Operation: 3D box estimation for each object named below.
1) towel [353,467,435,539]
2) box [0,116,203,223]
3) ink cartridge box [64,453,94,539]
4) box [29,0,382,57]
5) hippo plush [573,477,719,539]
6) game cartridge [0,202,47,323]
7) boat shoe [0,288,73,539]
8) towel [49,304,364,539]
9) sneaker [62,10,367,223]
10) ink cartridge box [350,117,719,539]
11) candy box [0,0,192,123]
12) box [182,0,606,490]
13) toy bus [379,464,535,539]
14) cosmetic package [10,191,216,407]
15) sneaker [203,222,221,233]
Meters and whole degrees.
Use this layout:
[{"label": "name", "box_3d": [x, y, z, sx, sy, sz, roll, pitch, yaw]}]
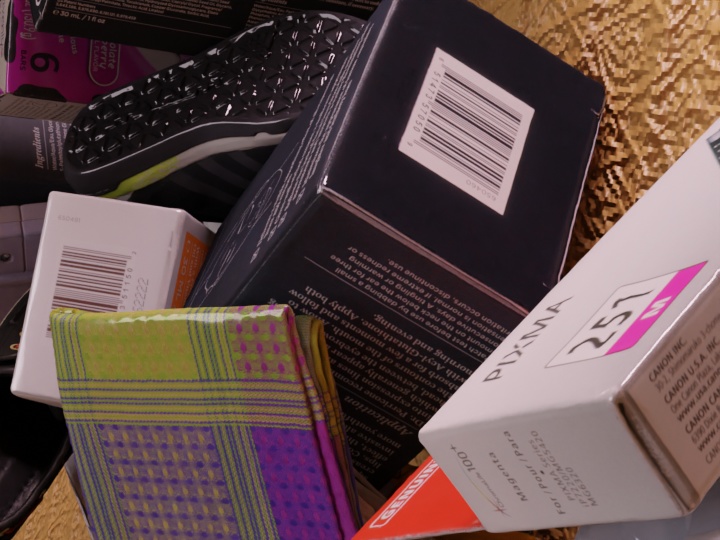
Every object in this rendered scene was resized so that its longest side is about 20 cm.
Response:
[{"label": "towel", "box_3d": [0.003, 0.187, 0.738, 0.200, 0.032, 0.191, 40, 127, 13]}, {"label": "box", "box_3d": [-0.187, -0.047, 1.091, 0.149, 0.199, 0.107, -54, 40, 45]}, {"label": "ink cartridge box", "box_3d": [-0.115, 0.192, 0.979, 0.200, 0.047, 0.198, 48, 159, 50]}, {"label": "box", "box_3d": [-0.052, -0.180, 0.860, 0.141, 0.199, 0.079, -60, 35, 38]}, {"label": "hippo plush", "box_3d": [0.110, 0.087, 0.522, 0.161, 0.159, 0.201, 35, 117, 60]}, {"label": "game cartridge", "box_3d": [-0.159, 0.034, 1.062, 0.200, 0.129, 0.038, 98, 165, -47]}, {"label": "boat shoe", "box_3d": [-0.174, 0.068, 0.921, 0.063, 0.074, 0.202, -51, 11, 53]}, {"label": "towel", "box_3d": [-0.053, 0.107, 0.704, 0.143, 0.023, 0.201, -3, 109, 35]}, {"label": "sneaker", "box_3d": [-0.056, -0.068, 0.871, 0.199, 0.083, 0.072, -12, 54, 27]}, {"label": "ink cartridge box", "box_3d": [0.090, 0.005, 0.554, 0.044, 0.200, 0.173, 54, 148, -12]}, {"label": "candy box", "box_3d": [-0.101, -0.145, 0.951, 0.061, 0.199, 0.137, -9, 78, 63]}, {"label": "box", "box_3d": [0.000, 0.000, 0.750, 0.200, 0.107, 0.149, -48, 15, 45]}, {"label": "toy bus", "box_3d": [0.010, 0.158, 0.804, 0.078, 0.065, 0.200, -91, 23, -50]}, {"label": "cosmetic package", "box_3d": [-0.106, 0.031, 0.903, 0.200, 0.071, 0.102, 42, -123, -77]}, {"label": "sneaker", "box_3d": [-0.029, -0.027, 0.930, 0.200, 0.075, 0.089, -27, 66, 57]}]
